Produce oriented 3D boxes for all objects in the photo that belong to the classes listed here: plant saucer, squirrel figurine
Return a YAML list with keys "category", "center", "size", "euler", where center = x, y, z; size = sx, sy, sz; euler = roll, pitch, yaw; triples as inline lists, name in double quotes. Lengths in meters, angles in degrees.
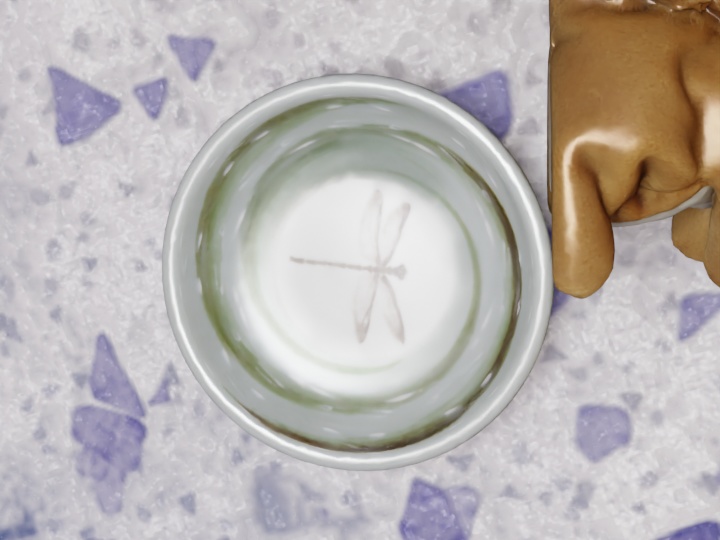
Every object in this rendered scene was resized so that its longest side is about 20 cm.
- category: "plant saucer"
  center: [0.000, 0.000, 0.788]
  size: [0.200, 0.050, 0.200]
  euler: [2, 98, 12]
- category: "squirrel figurine"
  center: [0.178, -0.090, 0.694]
  size: [0.187, 0.142, 0.200]
  euler: [0, 101, 6]
